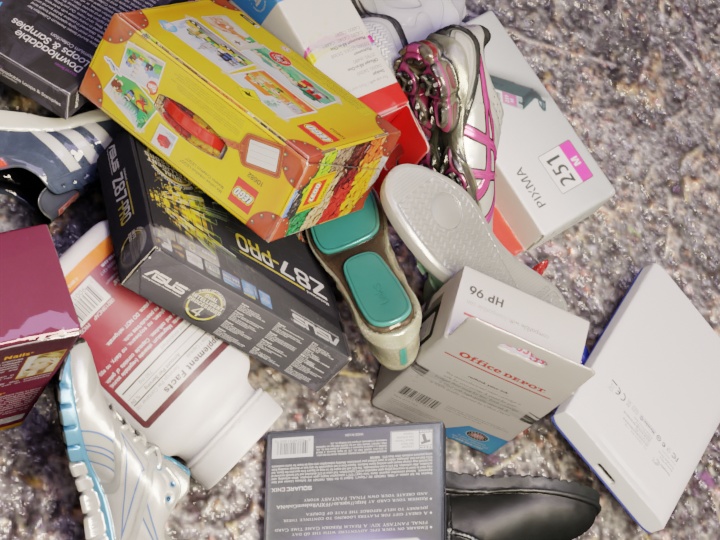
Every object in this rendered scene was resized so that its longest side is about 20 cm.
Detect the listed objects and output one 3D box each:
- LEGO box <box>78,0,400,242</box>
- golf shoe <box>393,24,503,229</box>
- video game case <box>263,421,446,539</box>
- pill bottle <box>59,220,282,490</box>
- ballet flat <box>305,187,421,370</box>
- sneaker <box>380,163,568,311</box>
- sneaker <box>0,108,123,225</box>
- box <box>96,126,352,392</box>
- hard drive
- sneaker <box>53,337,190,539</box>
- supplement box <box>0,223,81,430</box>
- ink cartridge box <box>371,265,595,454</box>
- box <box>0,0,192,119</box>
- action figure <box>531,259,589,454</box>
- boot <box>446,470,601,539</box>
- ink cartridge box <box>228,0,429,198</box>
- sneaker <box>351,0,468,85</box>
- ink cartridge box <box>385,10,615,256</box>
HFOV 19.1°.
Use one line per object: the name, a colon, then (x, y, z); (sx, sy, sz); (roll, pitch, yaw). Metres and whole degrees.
LEGO box: (-0.091, -0.122, 1.653); (0.200, 0.077, 0.149); (38, 27, 18)
golf shoe: (0.091, -0.105, 1.765); (0.092, 0.072, 0.201); (-27, 121, -33)
video game case: (-0.005, 0.215, 1.634); (0.142, 0.019, 0.201); (-4, 65, 11)
pill bottle: (-0.159, 0.067, 1.622); (0.200, 0.113, 0.113); (45, 59, -1)
ballet flat: (0.000, 0.000, 1.697); (0.067, 0.063, 0.201); (-17, 46, -3)
sneaker: (0.064, -0.002, 1.736); (0.200, 0.118, 0.074); (43, 59, -22)
sneaker: (-0.224, -0.077, 1.683); (0.198, 0.075, 0.085); (-4, 68, -14)
box: (-0.106, -0.010, 1.641); (0.199, 0.049, 0.162); (31, 27, -32)
hard drive: (0.244, 0.104, 1.792); (0.132, 0.025, 0.200); (49, 47, -13)
sneaker: (-0.172, 0.140, 1.568); (0.086, 0.075, 0.201); (-14, 105, -4)
supplement box: (-0.282, 0.052, 1.524); (0.110, 0.200, 0.086); (-12, 73, -26)
ink cartridge box: (0.101, 0.066, 1.681); (0.115, 0.200, 0.068); (23, 61, -12)
box: (-0.234, -0.217, 1.720); (0.142, 0.036, 0.200); (30, 49, 14)
action figure: (0.181, 0.090, 1.797); (0.065, 0.052, 0.201); (-22, 80, -34)
boot: (0.096, 0.244, 1.678); (0.197, 0.073, 0.164); (6, 64, -13)
ink cartridge box: (-0.034, -0.153, 1.768); (0.067, 0.116, 0.201); (-23, 78, -30)
sneaker: (0.017, -0.231, 1.826); (0.114, 0.075, 0.200); (-19, 54, -27)
ink cartridge box: (0.099, -0.106, 1.847); (0.173, 0.044, 0.201); (-30, 82, -32)
